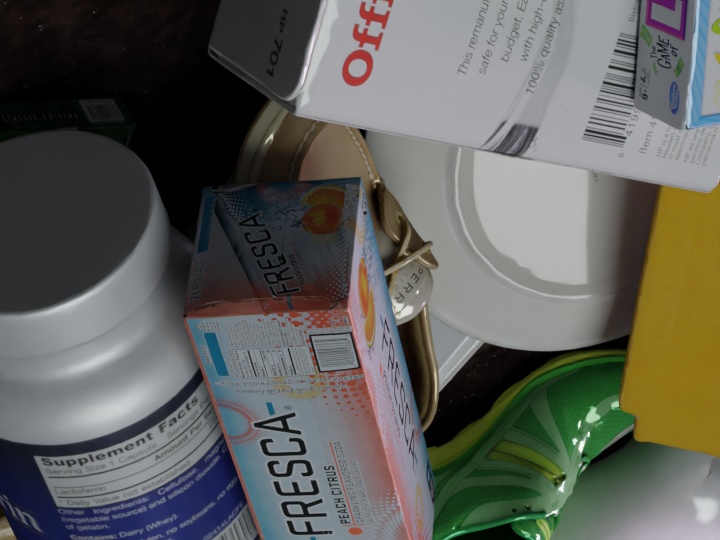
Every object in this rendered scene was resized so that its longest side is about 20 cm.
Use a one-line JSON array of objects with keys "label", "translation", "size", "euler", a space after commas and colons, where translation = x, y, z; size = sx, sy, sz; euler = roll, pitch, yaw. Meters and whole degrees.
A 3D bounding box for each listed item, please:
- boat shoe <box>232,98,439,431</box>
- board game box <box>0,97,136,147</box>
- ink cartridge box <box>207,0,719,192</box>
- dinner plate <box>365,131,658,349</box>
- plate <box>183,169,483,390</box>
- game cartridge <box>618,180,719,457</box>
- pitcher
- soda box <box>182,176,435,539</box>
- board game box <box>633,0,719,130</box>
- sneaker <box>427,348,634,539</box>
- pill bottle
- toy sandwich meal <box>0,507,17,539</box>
[{"label": "boat shoe", "translation": [0.000, 0.000, 0.897], "size": [0.074, 0.069, 0.200], "euler": [-52, 151, -25]}, {"label": "board game box", "translation": [-0.165, 0.015, 0.905], "size": [0.105, 0.023, 0.200], "euler": [-3, 132, -29]}, {"label": "ink cartridge box", "translation": [0.061, -0.122, 0.818], "size": [0.200, 0.086, 0.147], "euler": [9, 107, -31]}, {"label": "dinner plate", "translation": [0.100, -0.051, 0.950], "size": [0.200, 0.024, 0.200], "euler": [-7, 117, -15]}, {"label": "plate", "translation": [-0.020, 0.034, 1.015], "size": [0.200, 0.032, 0.200], "euler": [20, 118, -44]}, {"label": "game cartridge", "translation": [0.220, 0.016, 0.934], "size": [0.200, 0.032, 0.176], "euler": [12, 125, 7]}, {"label": "pitcher", "translation": [0.117, 0.174, 1.196], "size": [0.200, 0.121, 0.172], "euler": [-37, 157, -10]}, {"label": "soda box", "translation": [-0.016, 0.054, 0.855], "size": [0.064, 0.068, 0.200], "euler": [-3, 138, 10]}, {"label": "board game box", "translation": [0.199, -0.133, 0.821], "size": [0.200, 0.034, 0.135], "euler": [-10, 115, -27]}, {"label": "sneaker", "translation": [0.080, 0.113, 1.110], "size": [0.200, 0.084, 0.074], "euler": [-32, 148, -15]}, {"label": "pill bottle", "translation": [-0.104, 0.046, 0.870], "size": [0.116, 0.116, 0.200], "euler": [-24, 137, -9]}, {"label": "toy sandwich meal", "translation": [-0.149, 0.157, 1.038], "size": [0.205, 0.070, 0.205], "euler": [-13, 138, -12]}]
